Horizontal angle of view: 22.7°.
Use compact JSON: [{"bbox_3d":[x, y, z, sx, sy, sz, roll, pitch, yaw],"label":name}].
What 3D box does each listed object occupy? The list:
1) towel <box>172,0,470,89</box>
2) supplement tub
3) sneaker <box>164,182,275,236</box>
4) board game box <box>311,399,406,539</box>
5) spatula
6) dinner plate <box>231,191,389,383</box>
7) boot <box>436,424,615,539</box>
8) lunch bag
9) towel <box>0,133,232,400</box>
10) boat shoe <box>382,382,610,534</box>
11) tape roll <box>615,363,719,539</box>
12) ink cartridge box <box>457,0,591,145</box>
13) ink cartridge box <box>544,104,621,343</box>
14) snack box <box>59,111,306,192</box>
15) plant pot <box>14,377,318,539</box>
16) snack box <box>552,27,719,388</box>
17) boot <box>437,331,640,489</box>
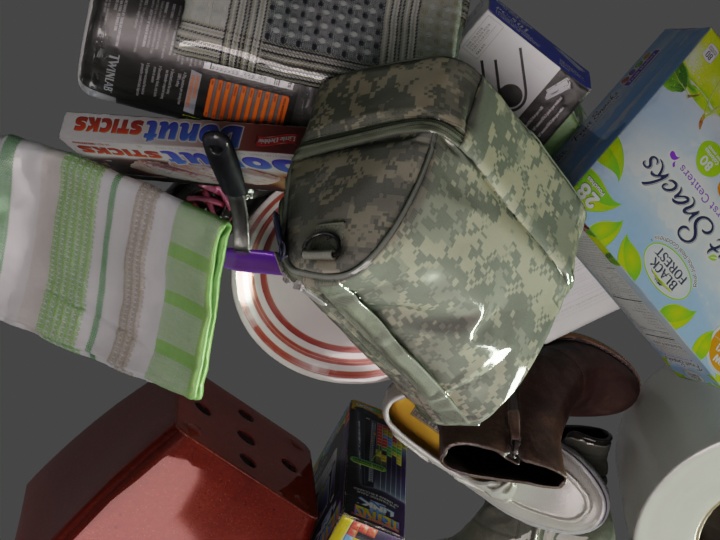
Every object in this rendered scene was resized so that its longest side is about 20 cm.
[{"bbox_3d":[-0.014,-0.213,1.199,0.191,0.201,0.035,13,157,-5],"label":"towel"},{"bbox_3d":[-0.089,-0.159,1.250,0.199,0.123,0.123,14,117,-5],"label":"supplement tub"},{"bbox_3d":[-0.124,-0.038,1.330,0.079,0.096,0.200,42,110,-15],"label":"sneaker"},{"bbox_3d":[-0.029,0.229,1.421,0.056,0.166,0.201,23,116,-11],"label":"board game box"},{"bbox_3d":[-0.087,-0.042,1.260,0.056,0.021,0.200,4,149,9],"label":"spatula"},{"bbox_3d":[0.000,0.000,1.373,0.198,0.024,0.201,-3,122,-5],"label":"dinner plate"},{"bbox_3d":[0.112,0.189,1.465,0.198,0.068,0.132,-8,104,6],"label":"boot"},{"bbox_3d":[0.039,-0.015,1.139,0.139,0.169,0.200,-8,141,33],"label":"lunch bag"},{"bbox_3d":[-0.191,-0.002,1.297,0.199,0.031,0.150,21,117,23],"label":"towel"},{"bbox_3d":[0.104,0.148,1.396,0.199,0.070,0.071,33,101,3],"label":"boat shoe"},{"bbox_3d":[0.304,0.174,1.396,0.201,0.139,0.204,1,118,2],"label":"tape roll"},{"bbox_3d":[0.063,-0.086,1.261,0.094,0.044,0.200,36,112,-11],"label":"ink cartridge box"},{"bbox_3d":[0.136,-0.057,1.329,0.103,0.059,0.201,-26,111,15],"label":"ink cartridge box"},{"bbox_3d":[-0.110,-0.082,1.261,0.199,0.024,0.072,6,161,25],"label":"snack box"},{"bbox_3d":[-0.139,0.195,1.402,0.199,0.200,0.177,35,104,-15],"label":"plant pot"},{"bbox_3d":[0.240,-0.044,1.284,0.169,0.068,0.200,-47,111,-12],"label":"snack box"},{"bbox_3d":[0.135,0.112,1.347,0.199,0.167,0.073,13,120,-16],"label":"boot"}]
